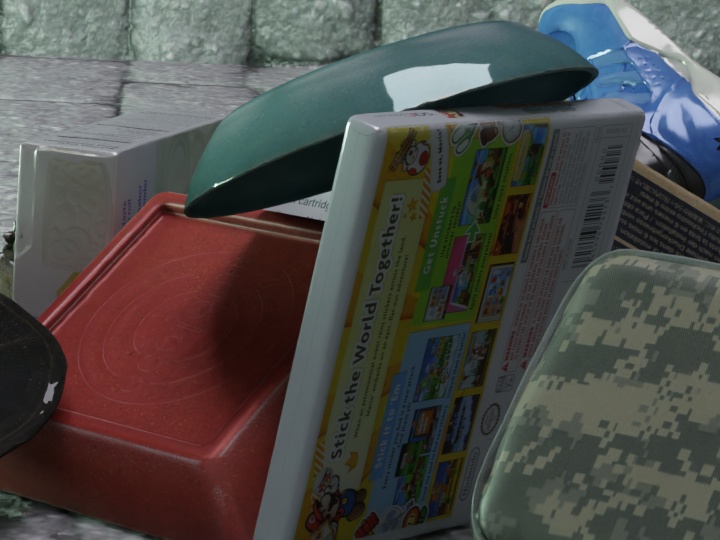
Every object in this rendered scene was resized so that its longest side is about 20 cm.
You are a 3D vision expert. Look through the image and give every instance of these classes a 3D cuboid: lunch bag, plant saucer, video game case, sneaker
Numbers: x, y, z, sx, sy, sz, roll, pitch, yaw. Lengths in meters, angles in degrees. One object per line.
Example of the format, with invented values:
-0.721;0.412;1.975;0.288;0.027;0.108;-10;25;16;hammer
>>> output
0.165;0.098;0.886;0.199;0.140;0.168;11;-22;40;lunch bag
-0.079;0.034;1.169;0.199;0.037;0.200;10;46;38;plant saucer
0.041;0.024;1.093;0.023;0.201;0.181;28;24;38;video game case
0.136;-0.090;1.447;0.111;0.077;0.200;-28;44;-18;sneaker
0.009;-0.072;1.132;0.199;0.036;0.200;-19;-5;-2;plant saucer

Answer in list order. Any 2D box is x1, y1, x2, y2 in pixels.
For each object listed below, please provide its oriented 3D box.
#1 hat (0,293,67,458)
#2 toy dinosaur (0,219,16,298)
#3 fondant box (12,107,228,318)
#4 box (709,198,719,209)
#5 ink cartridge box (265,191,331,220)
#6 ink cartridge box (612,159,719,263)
-0.233;0.058;1.113;0.199;0.081;0.201;17;27;-9;hat
-0.210;0.008;1.528;0.102;0.077;0.199;25;16;34;toy dinosaur
-0.130;-0.007;1.372;0.058;0.145;0.200;7;11;15;fondant box
0.201;-0.020;1.538;0.199;0.150;0.107;10;13;38;box
0.000;0.000;1.239;0.199;0.201;0.041;10;-15;38;ink cartridge box
0.133;0.002;1.329;0.164;0.075;0.200;30;-11;-15;ink cartridge box
